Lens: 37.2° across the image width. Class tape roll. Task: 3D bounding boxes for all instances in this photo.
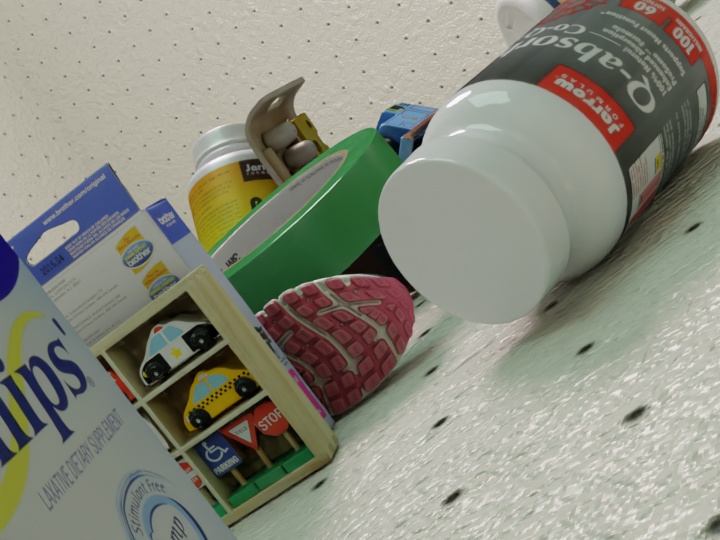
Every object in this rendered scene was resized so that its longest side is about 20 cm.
[{"bbox_3d":[-0.052,-0.023,0.785,0.200,0.048,0.200,-39,14,11],"label":"tape roll"}]

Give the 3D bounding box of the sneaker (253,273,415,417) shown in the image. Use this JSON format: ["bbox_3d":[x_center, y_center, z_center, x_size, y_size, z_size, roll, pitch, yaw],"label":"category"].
[{"bbox_3d":[-0.048,0.059,0.677,0.200,0.081,0.075,-34,6,28],"label":"sneaker"}]

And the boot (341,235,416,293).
[{"bbox_3d":[0.000,0.000,0.840,0.200,0.075,0.097,-41,11,-15],"label":"boot"}]

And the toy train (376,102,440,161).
[{"bbox_3d":[0.060,-0.115,1.068,0.114,0.087,0.200,11,20,13],"label":"toy train"}]

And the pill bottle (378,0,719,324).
[{"bbox_3d":[0.104,-0.065,0.573,0.116,0.116,0.200,-29,11,50],"label":"pill bottle"}]

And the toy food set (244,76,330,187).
[{"bbox_3d":[-0.024,-0.096,1.057,0.060,0.200,0.144,-31,9,21],"label":"toy food set"}]

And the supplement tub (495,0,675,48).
[{"bbox_3d":[0.274,-0.319,1.249,0.200,0.144,0.144,-39,7,-7],"label":"supplement tub"}]

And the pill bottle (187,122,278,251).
[{"bbox_3d":[-0.105,-0.041,1.048,0.109,0.200,0.109,-15,-23,-7],"label":"pill bottle"}]

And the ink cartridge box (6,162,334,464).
[{"bbox_3d":[-0.121,0.046,0.627,0.119,0.200,0.042,-34,8,20],"label":"ink cartridge box"}]

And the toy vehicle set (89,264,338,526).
[{"bbox_3d":[-0.126,0.102,0.602,0.200,0.124,0.027,-36,7,19],"label":"toy vehicle set"}]

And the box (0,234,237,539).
[{"bbox_3d":[-0.129,0.099,0.320,0.105,0.200,0.184,-36,7,10],"label":"box"}]
